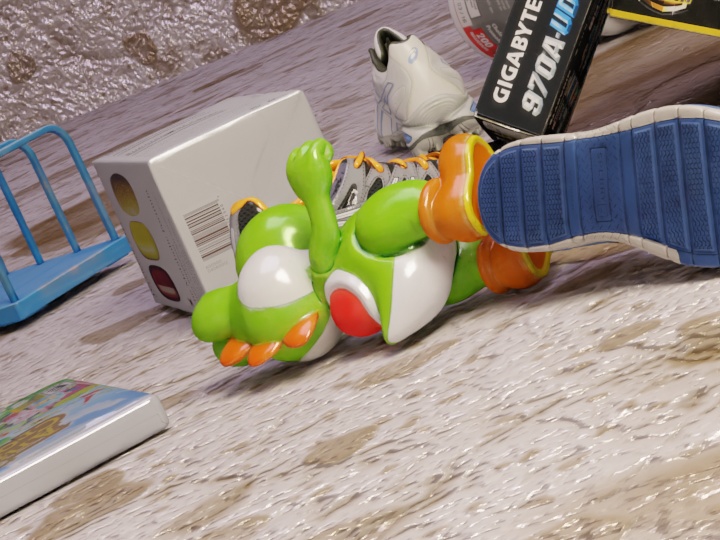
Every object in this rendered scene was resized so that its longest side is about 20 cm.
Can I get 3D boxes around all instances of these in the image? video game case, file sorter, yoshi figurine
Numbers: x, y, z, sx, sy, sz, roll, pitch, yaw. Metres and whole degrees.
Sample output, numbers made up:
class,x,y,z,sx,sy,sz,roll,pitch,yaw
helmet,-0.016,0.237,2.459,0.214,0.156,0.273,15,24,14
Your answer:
class,x,y,z,sx,sy,sz,roll,pitch,yaw
video game case,-0.218,0.115,1.326,0.200,0.022,0.182,-28,11,-20
file sorter,-0.315,-0.023,1.955,0.200,0.123,0.139,-16,12,40
yoshi figurine,-0.001,-0.014,1.275,0.200,0.113,0.112,-21,-3,31

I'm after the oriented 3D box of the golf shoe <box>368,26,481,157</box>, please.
class,x,y,z,sx,sy,sz,roll,pitch,yaw
golf shoe,0.041,-0.145,1.863,0.078,0.097,0.200,-27,9,-7

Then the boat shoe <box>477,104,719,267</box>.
class,x,y,z,sx,sy,sz,roll,pitch,yaw
boat shoe,0.148,-0.043,1.132,0.072,0.072,0.200,-8,9,-43

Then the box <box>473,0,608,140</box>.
class,x,y,z,sx,sy,sz,roll,pitch,yaw
box,0.128,-0.172,1.477,0.046,0.200,0.159,20,1,7

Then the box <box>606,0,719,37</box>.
class,x,y,z,sx,sy,sz,roll,pitch,yaw
box,0.243,-0.179,1.482,0.159,0.049,0.200,13,19,9

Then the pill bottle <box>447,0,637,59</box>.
class,x,y,z,sx,sy,sz,roll,pitch,yaw
pill bottle,0.172,-0.242,2.005,0.114,0.114,0.200,-31,12,-33

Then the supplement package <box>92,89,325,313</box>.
class,x,y,z,sx,sy,sz,roll,pitch,yaw
supplement package,-0.088,-0.043,1.584,0.109,0.114,0.200,-26,9,-14

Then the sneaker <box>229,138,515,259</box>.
class,x,y,z,sx,sy,sz,roll,pitch,yaw
sneaker,0.013,-0.037,1.417,0.200,0.077,0.078,-27,8,-23
